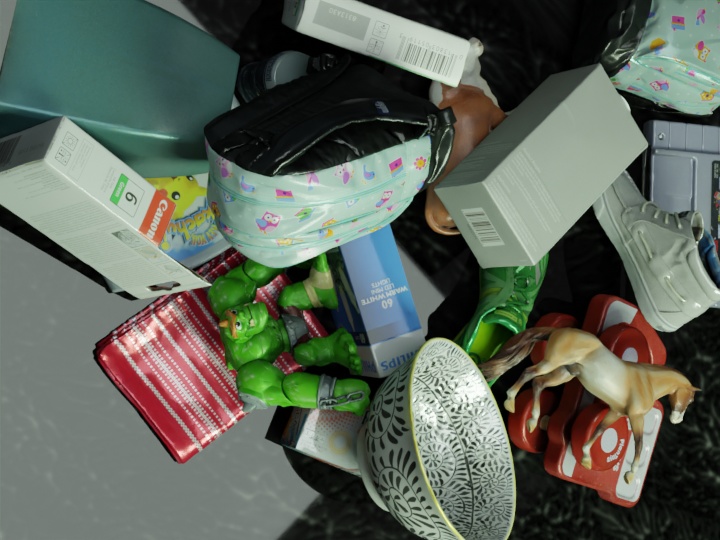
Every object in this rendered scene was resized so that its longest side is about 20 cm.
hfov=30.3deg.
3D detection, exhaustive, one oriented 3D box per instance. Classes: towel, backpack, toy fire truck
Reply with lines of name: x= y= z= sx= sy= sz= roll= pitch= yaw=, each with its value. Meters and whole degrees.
towel: x=-0.139 y=0.075 z=1.295 sx=0.200 sy=0.022 sz=0.145 roll=-37 pitch=99 yaw=-16
backpack: x=-0.037 y=-0.093 z=1.150 sx=0.200 sy=0.167 sz=0.127 roll=-27 pitch=129 yaw=-34
backpack: x=0.334 y=-0.240 z=1.406 sx=0.200 sy=0.127 sz=0.167 roll=19 pitch=79 yaw=-19
toy fire truck: x=0.258 y=0.134 z=1.386 sx=0.168 sy=0.112 sz=0.200 roll=24 pitch=80 yaw=-40

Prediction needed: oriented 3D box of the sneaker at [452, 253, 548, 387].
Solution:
sneaker: x=0.148 y=0.043 z=1.354 sx=0.074 sy=0.084 sz=0.200 roll=26 pitch=81 yaw=-17

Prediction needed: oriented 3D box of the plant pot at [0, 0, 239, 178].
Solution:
plant pot: x=-0.218 y=-0.164 z=1.200 sx=0.199 sy=0.141 sz=0.142 roll=12 pitch=73 yaw=-14

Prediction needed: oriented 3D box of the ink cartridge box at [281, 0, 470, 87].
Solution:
ink cartridge box: x=0.001 y=-0.232 z=1.270 sx=0.161 sy=0.200 sz=0.050 roll=16 pitch=99 yaw=-16

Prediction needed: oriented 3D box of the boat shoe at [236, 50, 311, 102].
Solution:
boat shoe: x=-0.025 y=-0.153 z=1.314 sx=0.200 sy=0.091 sz=0.071 roll=32 pitch=78 yaw=-29

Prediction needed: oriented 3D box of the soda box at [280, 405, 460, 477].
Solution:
soda box: x=0.025 y=0.178 z=1.321 sx=0.200 sy=0.064 sz=0.069 roll=24 pitch=81 yaw=-15

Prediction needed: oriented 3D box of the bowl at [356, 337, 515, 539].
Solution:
bowl: x=0.058 y=0.170 z=1.231 sx=0.094 sy=0.201 sz=0.201 roll=-20 pitch=95 yaw=26

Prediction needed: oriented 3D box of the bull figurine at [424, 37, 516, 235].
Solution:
bull figurine: x=0.116 y=-0.133 z=1.362 sx=0.121 sy=0.065 sz=0.201 roll=9 pitch=90 yaw=-24

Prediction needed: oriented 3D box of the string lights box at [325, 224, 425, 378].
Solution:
string lights box: x=0.000 y=0.000 z=1.299 sx=0.059 sy=0.103 sz=0.201 roll=-18 pitch=93 yaw=-17

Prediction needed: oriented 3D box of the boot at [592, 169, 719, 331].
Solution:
boot: x=0.313 y=-0.044 z=1.378 sx=0.073 sy=0.096 sz=0.200 roll=-5 pitch=67 yaw=-46

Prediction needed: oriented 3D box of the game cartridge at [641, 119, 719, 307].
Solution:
game cartridge: x=0.369 y=-0.060 z=1.458 sx=0.129 sy=0.038 sz=0.201 roll=3 pitch=87 yaw=-13

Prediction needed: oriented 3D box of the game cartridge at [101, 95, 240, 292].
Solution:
game cartridge: x=-0.176 y=-0.069 z=1.283 sx=0.200 sy=0.040 sz=0.134 roll=-32 pitch=101 yaw=-16

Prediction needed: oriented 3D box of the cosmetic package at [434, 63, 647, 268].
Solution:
cosmetic package: x=0.181 y=-0.104 z=1.315 sx=0.200 sy=0.090 sz=0.107 roll=-43 pitch=111 yaw=-28

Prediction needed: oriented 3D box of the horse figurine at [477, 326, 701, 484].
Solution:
horse figurine: x=0.215 y=0.111 z=1.263 sx=0.200 sy=0.050 sz=0.133 roll=30 pitch=69 yaw=5

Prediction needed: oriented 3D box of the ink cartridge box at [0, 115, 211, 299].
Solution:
ink cartridge box: x=-0.226 y=-0.050 z=1.171 sx=0.200 sy=0.109 sz=0.050 roll=39 pitch=56 yaw=-36

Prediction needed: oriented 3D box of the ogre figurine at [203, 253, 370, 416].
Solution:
ogre figurine: x=-0.073 y=0.057 z=1.247 sx=0.120 sy=0.098 sz=0.200 roll=-18 pitch=80 yaw=-7
